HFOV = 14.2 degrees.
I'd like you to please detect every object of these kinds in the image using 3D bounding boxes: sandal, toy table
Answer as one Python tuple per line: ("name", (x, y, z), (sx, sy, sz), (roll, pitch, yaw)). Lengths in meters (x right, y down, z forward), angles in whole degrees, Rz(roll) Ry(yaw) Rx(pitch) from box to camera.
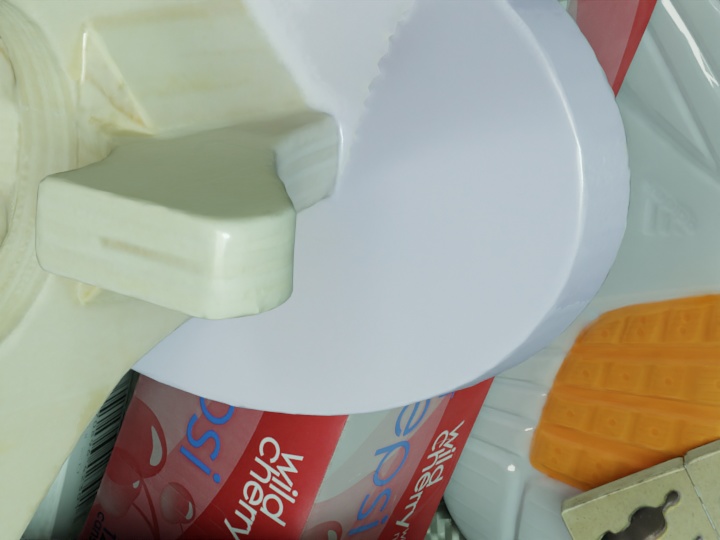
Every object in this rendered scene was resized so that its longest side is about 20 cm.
("sandal", (0.085, -0.007, 0.728), (0.079, 0.059, 0.207), (33, 119, 26))
("toy table", (-0.057, -0.027, 0.632), (0.199, 0.117, 0.185), (0, 99, 40))

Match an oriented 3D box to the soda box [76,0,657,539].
("soda box", (0.000, 0.000, 0.713), (0.063, 0.070, 0.201), (35, 120, 26))

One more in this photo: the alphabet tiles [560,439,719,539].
("alphabet tiles", (0.135, 0.122, 0.734), (0.167, 0.008, 0.200), (-22, 112, 13))

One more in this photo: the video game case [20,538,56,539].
("video game case", (-0.053, 0.135, 0.741), (0.199, 0.022, 0.182), (0, 134, 15))

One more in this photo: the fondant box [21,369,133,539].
("fondant box", (-0.161, 0.006, 0.786), (0.199, 0.058, 0.145), (16, 100, 8))
